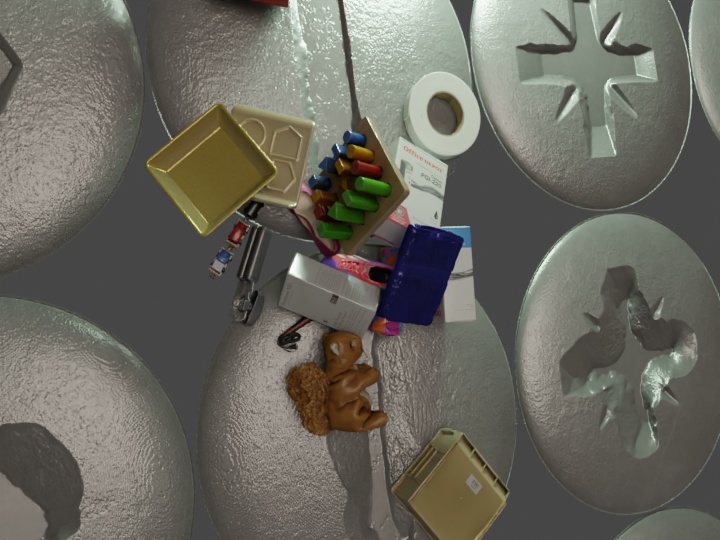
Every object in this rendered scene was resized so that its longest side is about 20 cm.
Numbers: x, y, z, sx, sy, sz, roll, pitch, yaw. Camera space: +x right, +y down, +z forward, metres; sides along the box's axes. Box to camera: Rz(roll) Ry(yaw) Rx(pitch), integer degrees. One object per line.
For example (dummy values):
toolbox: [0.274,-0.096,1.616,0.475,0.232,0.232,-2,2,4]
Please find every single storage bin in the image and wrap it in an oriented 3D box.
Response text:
storage bin: [0.207,0.502,1.223,0.198,0.093,0.201,-43,100,-18]

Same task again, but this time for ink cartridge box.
ink cartridge box: [0.103,-0.159,1.165,0.143,0.084,0.206,23,62,-25]
ink cartridge box: [0.186,0.012,1.220,0.083,0.146,0.207,-1,87,-20]

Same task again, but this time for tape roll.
tape roll: [0.198,-0.374,1.310,0.196,0.037,0.210,1,86,-19]

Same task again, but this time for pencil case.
pencil case: [0.073,0.045,1.213,0.086,0.088,0.207,14,83,-18]

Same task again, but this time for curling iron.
curling iron: [-0.100,0.107,1.171,0.049,0.026,0.199,41,61,18]

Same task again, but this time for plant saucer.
plant saucer: [-0.294,-0.197,1.084,0.199,0.049,0.201,-41,81,-9]

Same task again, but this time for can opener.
can opener: [-0.222,0.011,1.134,0.066,0.052,0.206,27,75,-49]

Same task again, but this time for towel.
towel: [0.119,0.009,1.101,0.144,0.049,0.205,10,106,-32]

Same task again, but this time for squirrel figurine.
squirrel figurine: [-0.057,0.228,1.113,0.194,0.142,0.192,-15,105,-9]

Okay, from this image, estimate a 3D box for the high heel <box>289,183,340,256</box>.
high heel: [-0.107,-0.120,1.149,0.066,0.096,0.204,-27,97,-11]

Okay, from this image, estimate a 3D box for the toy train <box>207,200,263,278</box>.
toy train: [-0.255,-0.072,1.120,0.034,0.046,0.204,31,77,-15]

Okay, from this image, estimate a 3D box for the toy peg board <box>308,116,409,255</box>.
toy peg board: [-0.031,-0.173,1.083,0.096,0.200,0.203,3,53,-46]

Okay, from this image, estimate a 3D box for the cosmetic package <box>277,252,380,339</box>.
cosmetic package: [-0.065,0.055,1.124,0.195,0.103,0.075,21,42,-5]

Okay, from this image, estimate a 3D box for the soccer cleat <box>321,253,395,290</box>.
soccer cleat: [0.000,0.000,1.156,0.194,0.073,0.070,12,83,14]

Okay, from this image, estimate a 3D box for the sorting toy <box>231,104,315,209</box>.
sorting toy: [-0.200,-0.239,1.138,0.179,0.037,0.206,12,78,1]
